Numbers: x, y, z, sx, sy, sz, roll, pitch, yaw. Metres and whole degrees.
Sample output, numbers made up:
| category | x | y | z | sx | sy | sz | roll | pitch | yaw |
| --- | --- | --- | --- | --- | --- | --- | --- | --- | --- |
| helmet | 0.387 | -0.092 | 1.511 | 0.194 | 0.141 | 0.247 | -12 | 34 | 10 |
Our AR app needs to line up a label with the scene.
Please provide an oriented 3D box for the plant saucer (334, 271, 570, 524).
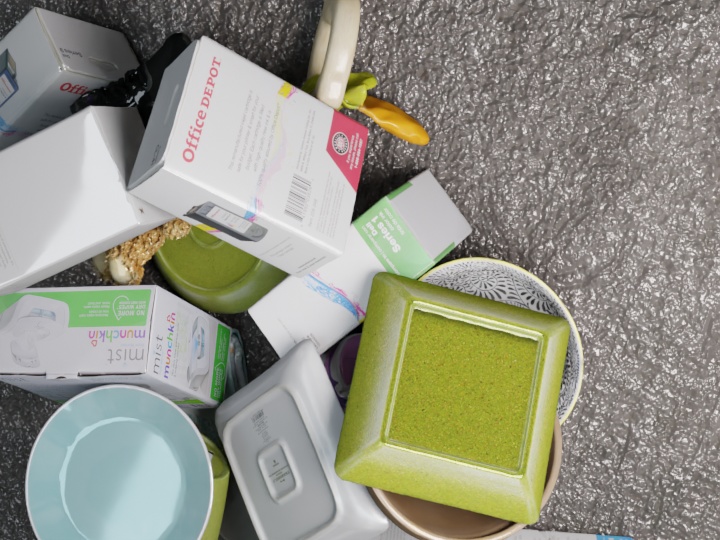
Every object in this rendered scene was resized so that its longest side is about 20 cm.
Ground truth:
| category | x | y | z | sx | sy | sz | roll | pitch | yaw |
| --- | --- | --- | --- | --- | --- | --- | --- | --- | --- |
| plant saucer | 0.091 | 0.112 | 1.371 | 0.197 | 0.048 | 0.202 | 14 | 73 | -5 |

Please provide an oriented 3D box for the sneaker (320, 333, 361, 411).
| category | x | y | z | sx | sy | sz | roll | pitch | yaw |
| --- | --- | --- | --- | --- | --- | --- | --- | --- | --- |
| sneaker | 0.007 | 0.155 | 1.590 | 0.088 | 0.081 | 0.202 | -6 | 121 | 45 |

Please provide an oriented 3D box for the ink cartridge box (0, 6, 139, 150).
| category | x | y | z | sx | sy | sz | roll | pitch | yaw |
| --- | --- | --- | --- | --- | --- | --- | --- | --- | --- |
| ink cartridge box | -0.342 | -0.173 | 1.578 | 0.199 | 0.145 | 0.088 | -37 | 70 | 25 |

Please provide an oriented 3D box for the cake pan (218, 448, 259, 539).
| category | x | y | z | sx | sy | sz | roll | pitch | yaw |
| --- | --- | --- | --- | --- | --- | --- | --- | --- | --- |
| cake pan | -0.091 | 0.262 | 1.646 | 0.197 | 0.037 | 0.203 | 2 | 116 | 4 |

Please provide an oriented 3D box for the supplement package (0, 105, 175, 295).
| category | x | y | z | sx | sy | sz | roll | pitch | yaw |
| --- | --- | --- | --- | --- | --- | --- | --- | --- | --- |
| supplement package | -0.298 | -0.065 | 1.445 | 0.198 | 0.120 | 0.123 | -23 | 90 | 14 |

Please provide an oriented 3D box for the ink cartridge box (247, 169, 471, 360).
| category | x | y | z | sx | sy | sz | roll | pitch | yaw |
| --- | --- | --- | --- | --- | --- | --- | --- | --- | --- |
| ink cartridge box | 0.000 | 0.000 | 1.511 | 0.199 | 0.145 | 0.084 | -38 | 89 | 25 |

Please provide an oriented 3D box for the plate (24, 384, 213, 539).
| category | x | y | z | sx | sy | sz | roll | pitch | yaw |
| --- | --- | --- | --- | --- | --- | --- | --- | --- | --- |
| plate | -0.237 | 0.215 | 1.481 | 0.197 | 0.026 | 0.203 | -1 | 85 | 12 |

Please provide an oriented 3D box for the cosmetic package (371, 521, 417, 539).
| category | x | y | z | sx | sy | sz | roll | pitch | yaw |
| --- | --- | --- | --- | --- | --- | --- | --- | --- | --- |
| cosmetic package | -0.005 | 0.313 | 1.598 | 0.198 | 0.081 | 0.114 | 25 | 118 | -9 |

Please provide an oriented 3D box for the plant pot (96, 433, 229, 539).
| category | x | y | z | sx | sy | sz | roll | pitch | yaw |
| --- | --- | --- | --- | --- | --- | --- | --- | --- | --- |
| plant pot | -0.221 | 0.268 | 1.563 | 0.186 | 0.187 | 0.201 | 34 | 109 | 8 |

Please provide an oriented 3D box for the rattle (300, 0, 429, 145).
| category | x | y | z | sx | sy | sz | roll | pitch | yaw |
| --- | --- | --- | --- | --- | --- | --- | --- | --- | --- |
| rattle | 0.017 | -0.244 | 1.484 | 0.141 | 0.130 | 0.203 | 11 | 82 | 5 |

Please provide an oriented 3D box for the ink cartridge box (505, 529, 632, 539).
| category | x | y | z | sx | sy | sz | roll | pitch | yaw |
| --- | --- | --- | --- | --- | --- | --- | --- | --- | --- |
| ink cartridge box | 0.184 | 0.336 | 1.558 | 0.197 | 0.067 | 0.118 | 4 | 106 | 5 |

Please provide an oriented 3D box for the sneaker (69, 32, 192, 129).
| category | x | y | z | sx | sy | sz | roll | pitch | yaw |
| --- | --- | --- | --- | --- | --- | --- | --- | --- | --- |
| sneaker | -0.244 | -0.161 | 1.510 | 0.087 | 0.076 | 0.201 | 26 | 105 | -27 |

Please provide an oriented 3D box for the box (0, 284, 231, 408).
| category | x | y | z | sx | sy | sz | roll | pitch | yaw |
| --- | --- | --- | --- | --- | --- | --- | --- | --- | --- |
| box | -0.263 | 0.085 | 1.564 | 0.197 | 0.176 | 0.098 | -1 | 73 | 23 |

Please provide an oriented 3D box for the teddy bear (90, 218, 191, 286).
| category | x | y | z | sx | sy | sz | roll | pitch | yaw |
| --- | --- | --- | --- | --- | --- | --- | --- | --- | --- |
| teddy bear | -0.213 | -0.070 | 1.547 | 0.144 | 0.066 | 0.202 | -7 | 60 | 56 |

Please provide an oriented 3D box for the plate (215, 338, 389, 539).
| category | x | y | z | sx | sy | sz | roll | pitch | yaw |
| --- | --- | --- | --- | --- | --- | --- | --- | --- | --- |
| plate | -0.072 | 0.196 | 1.482 | 0.199 | 0.032 | 0.202 | -38 | 70 | 47 |

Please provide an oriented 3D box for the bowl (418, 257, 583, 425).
| category | x | y | z | sx | sy | sz | roll | pitch | yaw |
| --- | --- | --- | --- | --- | --- | --- | --- | --- | --- |
| bowl | 0.136 | 0.075 | 1.511 | 0.198 | 0.094 | 0.204 | 5 | 106 | 19 |

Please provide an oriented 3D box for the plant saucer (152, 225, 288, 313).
| category | x | y | z | sx | sy | sz | roll | pitch | yaw |
| --- | --- | --- | --- | --- | --- | --- | --- | --- | --- |
| plant saucer | -0.156 | -0.053 | 1.594 | 0.197 | 0.031 | 0.203 | 3 | 98 | 26 |

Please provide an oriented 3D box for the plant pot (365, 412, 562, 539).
| category | x | y | z | sx | sy | sz | roll | pitch | yaw |
| --- | --- | --- | --- | --- | --- | --- | --- | --- | --- |
| plant pot | 0.086 | 0.169 | 1.431 | 0.198 | 0.093 | 0.204 | 3 | 72 | -11 |

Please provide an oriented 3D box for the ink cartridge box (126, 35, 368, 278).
| category | x | y | z | sx | sy | sz | roll | pitch | yaw |
| --- | --- | --- | --- | --- | --- | --- | --- | --- | --- |
| ink cartridge box | -0.102 | -0.104 | 1.406 | 0.198 | 0.149 | 0.085 | 26 | 150 | -24 |

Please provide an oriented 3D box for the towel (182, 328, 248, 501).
| category | x | y | z | sx | sy | sz | roll | pitch | yaw |
| --- | --- | --- | --- | --- | --- | --- | --- | --- | --- |
| towel | -0.206 | 0.160 | 1.682 | 0.169 | 0.048 | 0.203 | 0 | 104 | 19 |
